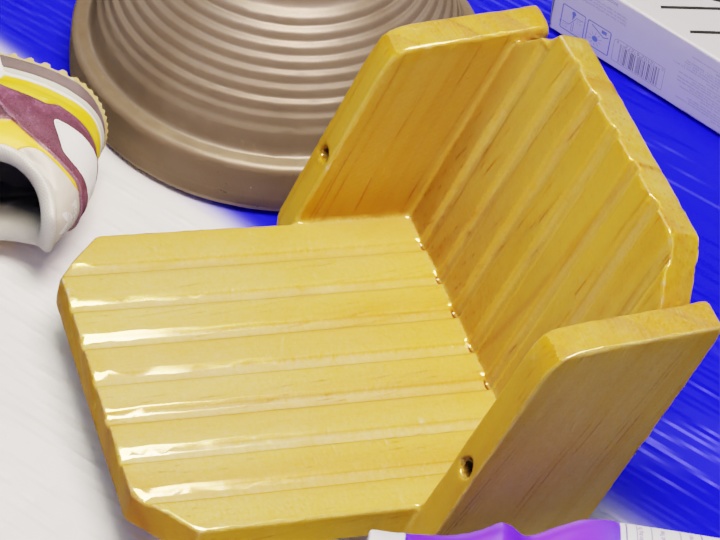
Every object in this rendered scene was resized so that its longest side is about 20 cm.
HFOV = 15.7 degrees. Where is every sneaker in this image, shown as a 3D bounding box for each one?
[{"bbox_3d":[-0.213,-0.060,1.131,0.199,0.075,0.090,9,38,2],"label":"sneaker"}]

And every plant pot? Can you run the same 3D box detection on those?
[{"bbox_3d":[-0.035,-0.127,1.218,0.200,0.093,0.201,5,44,-5],"label":"plant pot"}]

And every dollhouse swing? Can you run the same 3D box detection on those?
[{"bbox_3d":[0.000,0.000,1.045,0.175,0.182,0.200,9,39,-30],"label":"dollhouse swing"}]

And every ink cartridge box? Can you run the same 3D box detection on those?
[{"bbox_3d":[0.199,-0.106,1.267,0.200,0.044,0.094,36,51,25],"label":"ink cartridge box"}]

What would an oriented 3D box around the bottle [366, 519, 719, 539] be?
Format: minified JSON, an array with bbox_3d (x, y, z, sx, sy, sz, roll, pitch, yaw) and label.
[{"bbox_3d":[0.098,0.136,0.981,0.199,0.065,0.084,8,42,0],"label":"bottle"}]
